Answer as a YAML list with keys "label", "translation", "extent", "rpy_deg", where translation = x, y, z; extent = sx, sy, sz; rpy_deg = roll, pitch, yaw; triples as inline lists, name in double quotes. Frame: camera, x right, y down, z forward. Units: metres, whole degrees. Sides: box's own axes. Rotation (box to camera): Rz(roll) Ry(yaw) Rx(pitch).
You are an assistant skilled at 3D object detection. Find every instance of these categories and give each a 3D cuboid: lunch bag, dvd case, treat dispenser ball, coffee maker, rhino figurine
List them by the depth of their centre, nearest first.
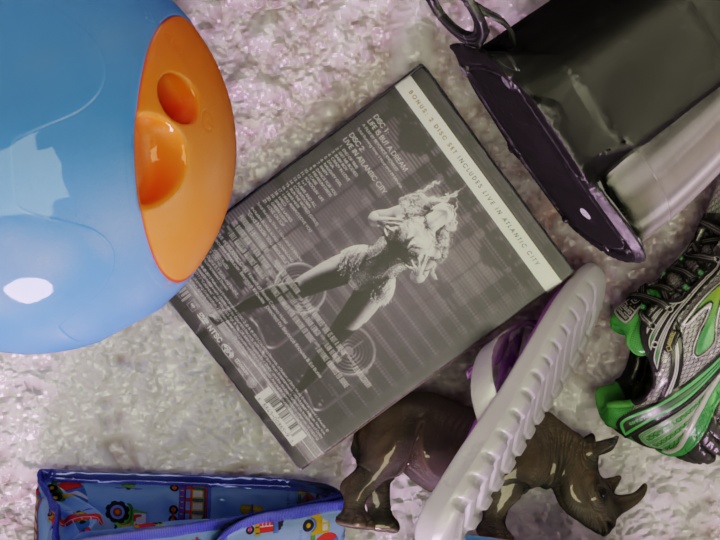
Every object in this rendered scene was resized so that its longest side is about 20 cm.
- label: "treat dispenser ball"
  translation: [-0.160, -0.060, 0.676]
  extent: [0.200, 0.201, 0.201]
  rpy_deg: [-2, 110, -6]
- label: "coffee maker"
  translation: [0.162, -0.132, 0.714]
  extent: [0.200, 0.135, 0.192]
  rpy_deg: [-39, 131, -3]
- label: "dvd case"
  translation: [0.000, 0.000, 0.800]
  extent: [0.200, 0.016, 0.149]
  rpy_deg: [-37, 95, 7]
- label: "rhino figurine"
  translation: [0.084, 0.123, 0.844]
  extent: [0.200, 0.060, 0.088]
  rpy_deg: [8, 79, -11]
- label: "lunch bag"
  translation: [-0.097, 0.204, 0.853]
  extent: [0.200, 0.094, 0.151]
  rpy_deg: [-1, 109, -20]

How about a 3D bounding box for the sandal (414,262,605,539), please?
- label: "sandal"
  translation: [0.080, 0.068, 0.793]
  extent: [0.050, 0.083, 0.203]
  rpy_deg: [26, 64, 20]

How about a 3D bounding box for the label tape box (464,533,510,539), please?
- label: "label tape box"
  translation: [0.098, 0.235, 0.876]
  extent: [0.144, 0.063, 0.200]
  rpy_deg: [10, 149, -11]

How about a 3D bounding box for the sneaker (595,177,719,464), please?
- label: "sneaker"
  translation: [0.201, 0.021, 0.818]
  extent: [0.085, 0.078, 0.200]
  rpy_deg: [14, 107, -9]
